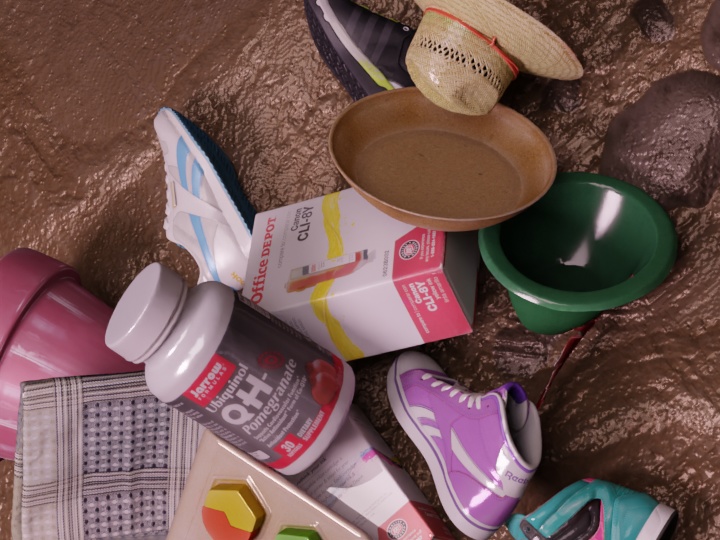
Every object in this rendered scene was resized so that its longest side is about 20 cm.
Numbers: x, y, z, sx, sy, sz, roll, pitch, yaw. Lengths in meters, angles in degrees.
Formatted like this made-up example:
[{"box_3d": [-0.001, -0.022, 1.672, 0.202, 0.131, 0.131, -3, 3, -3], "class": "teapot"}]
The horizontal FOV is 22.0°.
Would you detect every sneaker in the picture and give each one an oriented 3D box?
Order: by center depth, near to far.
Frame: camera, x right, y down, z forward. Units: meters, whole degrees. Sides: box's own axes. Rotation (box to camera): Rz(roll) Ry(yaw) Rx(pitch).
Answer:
[{"box_3d": [0.164, 0.256, 1.542, 0.120, 0.084, 0.201, 31, 83, 21], "class": "sneaker"}, {"box_3d": [0.097, 0.118, 1.579, 0.115, 0.072, 0.201, -58, 42, 28], "class": "sneaker"}, {"box_3d": [0.015, -0.209, 1.741, 0.082, 0.072, 0.201, -27, 67, -11], "class": "sneaker"}, {"box_3d": [-0.156, -0.069, 1.763, 0.080, 0.076, 0.201, -35, 65, 14], "class": "sneaker"}]

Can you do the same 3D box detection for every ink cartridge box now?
[{"box_3d": [0.000, 0.000, 1.643, 0.198, 0.084, 0.146, -15, 40, 20], "class": "ink cartridge box"}, {"box_3d": [-0.022, 0.196, 1.646, 0.116, 0.067, 0.201, -41, 67, 9], "class": "ink cartridge box"}]

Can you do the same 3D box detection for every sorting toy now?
[{"box_3d": [-0.093, 0.262, 1.607, 0.199, 0.036, 0.187, 33, 117, 24], "class": "sorting toy"}]

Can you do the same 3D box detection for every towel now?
[{"box_3d": [-0.211, 0.177, 1.638, 0.035, 0.190, 0.202, -120, 32, -53], "class": "towel"}]

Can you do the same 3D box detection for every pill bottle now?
[{"box_3d": [-0.111, 0.078, 1.556, 0.111, 0.199, 0.111, -46, 24, 27], "class": "pill bottle"}]

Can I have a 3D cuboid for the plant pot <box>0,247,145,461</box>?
[{"box_3d": [-0.274, 0.104, 1.718, 0.177, 0.200, 0.202, 23, 87, 11], "class": "plant pot"}]

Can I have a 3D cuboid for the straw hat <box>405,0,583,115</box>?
[{"box_3d": [0.088, -0.185, 1.615, 0.200, 0.201, 0.086, 27, 83, 26], "class": "straw hat"}]

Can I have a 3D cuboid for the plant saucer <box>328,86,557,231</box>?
[{"box_3d": [0.069, -0.090, 1.596, 0.199, 0.200, 0.036, 30, 133, 26], "class": "plant saucer"}]

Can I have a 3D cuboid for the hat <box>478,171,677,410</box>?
[{"box_3d": [0.175, 0.038, 1.628, 0.199, 0.177, 0.166, -25, 49, -24], "class": "hat"}]
